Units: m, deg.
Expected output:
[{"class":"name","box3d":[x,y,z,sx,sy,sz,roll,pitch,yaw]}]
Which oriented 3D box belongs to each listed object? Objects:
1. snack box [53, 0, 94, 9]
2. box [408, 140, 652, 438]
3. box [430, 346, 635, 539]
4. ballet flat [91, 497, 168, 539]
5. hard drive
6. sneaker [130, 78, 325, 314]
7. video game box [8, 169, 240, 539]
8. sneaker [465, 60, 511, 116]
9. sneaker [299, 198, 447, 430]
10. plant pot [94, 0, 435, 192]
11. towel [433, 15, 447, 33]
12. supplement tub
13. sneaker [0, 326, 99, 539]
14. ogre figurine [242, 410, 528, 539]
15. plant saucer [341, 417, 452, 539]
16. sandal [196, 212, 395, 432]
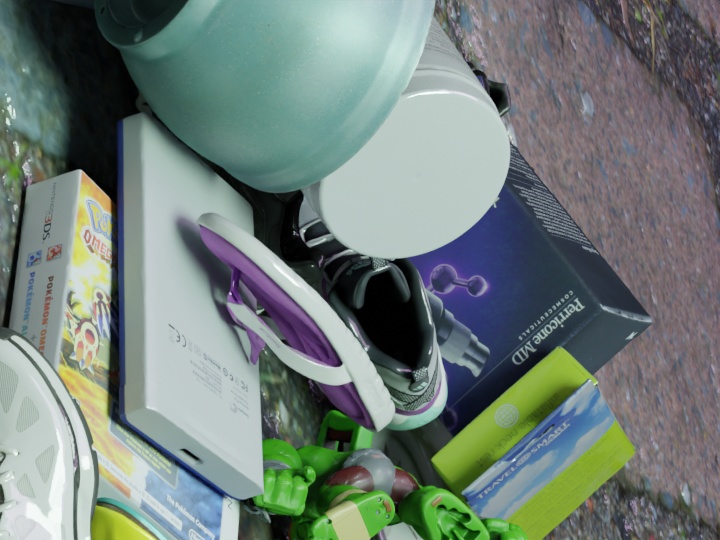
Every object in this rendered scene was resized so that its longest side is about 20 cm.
[{"class":"snack box","box3d":[-0.170,-0.254,1.496,0.200,0.068,0.169,3,74,-66]},{"class":"box","box3d":[0.085,0.006,1.706,0.200,0.148,0.104,52,17,22]},{"class":"box","box3d":[0.122,0.128,1.659,0.048,0.122,0.200,47,-2,24]},{"class":"ballet flat","box3d":[-0.109,0.214,1.359,0.067,0.067,0.200,-59,134,-31]},{"class":"hard drive","box3d":[-0.102,0.022,1.420,0.132,0.025,0.200,43,36,-50]},{"class":"sneaker","box3d":[-0.079,-0.066,1.549,0.200,0.090,0.066,68,24,-13]},{"class":"video game box","box3d":[-0.135,0.069,1.405,0.200,0.047,0.182,47,33,-45]},{"class":"sneaker","box3d":[0.053,-0.141,1.894,0.200,0.078,0.070,-1,77,-65]},{"class":"sneaker","box3d":[0.000,0.000,1.591,0.200,0.078,0.140,56,-12,20]},{"class":"plant pot","box3d":[-0.072,-0.163,1.408,0.134,0.200,0.200,24,52,-37]},{"class":"towel","box3d":[-0.033,-0.237,1.677,0.200,0.022,0.147,35,-5,40]},{"class":"supplement tub","box3d":[0.000,-0.115,1.514,0.132,0.132,0.200,50,8,-42]},{"class":"sneaker","box3d":[-0.188,0.130,1.214,0.115,0.076,0.201,-14,91,-68]},{"class":"ogre figurine","box3d":[0.001,0.146,1.520,0.200,0.120,0.098,-6,106,-28]},{"class":"plant saucer","box3d":[0.030,0.164,1.693,0.200,0.050,0.200,42,40,-49]},{"class":"sandal","box3d":[-0.041,0.044,1.439,0.050,0.082,0.203,-50,129,-14]}]
